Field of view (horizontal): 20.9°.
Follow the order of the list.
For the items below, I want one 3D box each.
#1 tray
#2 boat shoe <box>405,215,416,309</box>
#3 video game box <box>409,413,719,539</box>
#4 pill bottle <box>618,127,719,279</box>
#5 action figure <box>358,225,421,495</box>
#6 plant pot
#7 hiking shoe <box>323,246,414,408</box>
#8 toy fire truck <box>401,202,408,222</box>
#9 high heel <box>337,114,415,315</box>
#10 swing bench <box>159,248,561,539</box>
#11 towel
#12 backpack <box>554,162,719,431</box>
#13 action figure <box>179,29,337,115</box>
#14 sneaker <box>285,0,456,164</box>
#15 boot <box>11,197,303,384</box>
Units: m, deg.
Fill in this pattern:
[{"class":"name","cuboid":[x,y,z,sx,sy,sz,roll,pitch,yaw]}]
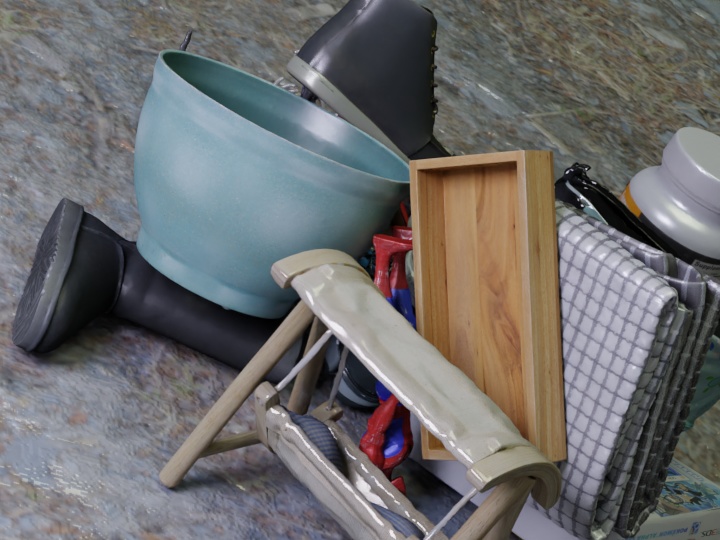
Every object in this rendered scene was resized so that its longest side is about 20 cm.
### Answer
[{"class":"tray","cuboid":[0.084,0.024,1.287,0.098,0.201,0.037,-2,1,43]},{"class":"boat shoe","cuboid":[0.078,-0.018,1.471,0.072,0.071,0.200,53,17,-10]},{"class":"video game box","cuboid":[0.153,0.151,1.444,0.182,0.047,0.200,-3,27,-43]},{"class":"pill bottle","cuboid":[0.263,-0.018,1.699,0.116,0.200,0.117,23,29,-14]},{"class":"action figure","cuboid":[0.027,0.073,1.360,0.052,0.201,0.065,10,14,14]},{"class":"plant pot","cuboid":[-0.077,-0.050,1.370,0.200,0.134,0.200,25,13,-6]},{"class":"hiking shoe","cuboid":[0.000,0.000,1.472,0.074,0.087,0.201,-9,73,-50]},{"class":"toy fire truck","cuboid":[-0.050,-0.076,1.583,0.200,0.049,0.142,6,71,-36]},{"class":"high heel","cuboid":[0.023,-0.043,1.533,0.067,0.096,0.201,9,69,-36]},{"class":"swing bench","cuboid":[0.009,0.119,1.252,0.130,0.200,0.199,-10,49,-50]},{"class":"towel","cuboid":[0.146,0.060,1.314,0.085,0.201,0.165,-3,27,-41]},{"class":"backpack","cuboid":[0.193,0.036,1.471,0.200,0.151,0.178,39,7,4]},{"class":"action figure","cuboid":[-0.073,-0.134,1.670,0.200,0.102,0.119,26,22,-5]},{"class":"sneaker","cuboid":[0.042,-0.139,1.502,0.200,0.106,0.075,37,5,-44]},{"class":"boot","cuboid":[-0.138,0.038,1.391,0.200,0.066,0.165,28,31,-15]}]
